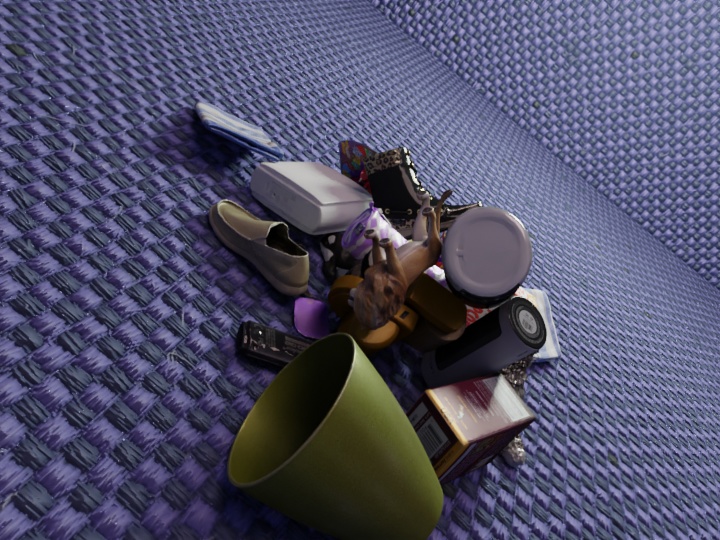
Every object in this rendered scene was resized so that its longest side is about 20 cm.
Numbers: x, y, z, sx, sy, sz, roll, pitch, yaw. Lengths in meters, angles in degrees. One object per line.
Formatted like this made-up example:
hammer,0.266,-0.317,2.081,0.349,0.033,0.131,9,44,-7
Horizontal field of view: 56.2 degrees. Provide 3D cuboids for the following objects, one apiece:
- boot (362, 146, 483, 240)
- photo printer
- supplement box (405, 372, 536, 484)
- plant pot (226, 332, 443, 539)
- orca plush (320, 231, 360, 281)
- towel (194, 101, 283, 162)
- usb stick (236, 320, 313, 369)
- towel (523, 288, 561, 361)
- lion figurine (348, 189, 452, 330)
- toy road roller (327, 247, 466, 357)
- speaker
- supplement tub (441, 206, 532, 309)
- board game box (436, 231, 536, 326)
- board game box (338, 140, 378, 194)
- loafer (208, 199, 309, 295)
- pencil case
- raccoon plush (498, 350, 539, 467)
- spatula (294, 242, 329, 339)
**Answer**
boot,0.106,-0.138,1.154,0.073,0.198,0.158,159,-82,-87
photo printer,-0.072,-0.131,1.183,0.165,0.071,0.198,34,24,26
supplement box,0.136,0.216,0.914,0.198,0.111,0.086,0,45,-50
plant pot,-0.008,0.206,0.719,0.200,0.186,0.188,45,25,-18
orca plush,0.000,0.000,1.105,0.103,0.071,0.202,15,36,-36
towel,-0.218,-0.250,1.195,0.144,0.024,0.200,22,14,-27
usb stick,-0.072,0.117,0.894,0.197,0.033,0.056,23,39,-28
towel,0.328,0.105,1.314,0.197,0.023,0.151,7,68,-49
lion figurine,0.063,-0.014,0.897,0.198,0.125,0.072,-33,34,-26
toy road roller,0.042,0.075,0.975,0.198,0.123,0.148,33,62,-10
speaker,0.179,0.118,1.003,0.080,0.199,0.083,20,51,-28
supplement tub,0.176,-0.011,0.959,0.122,0.123,0.200,43,1,11
board game box,0.177,0.053,1.153,0.198,0.153,0.047,33,26,-8
board game box,0.009,-0.152,1.272,0.157,0.202,0.039,35,66,20
loafer,-0.143,-0.048,0.997,0.199,0.069,0.075,40,27,16
pencil case,0.060,-0.017,1.060,0.199,0.086,0.084,40,-1,-19
raccoon plush,0.253,0.187,1.067,0.095,0.135,0.202,12,38,-40
spatula,-0.084,0.023,1.025,0.055,0.021,0.202,13,35,-25
